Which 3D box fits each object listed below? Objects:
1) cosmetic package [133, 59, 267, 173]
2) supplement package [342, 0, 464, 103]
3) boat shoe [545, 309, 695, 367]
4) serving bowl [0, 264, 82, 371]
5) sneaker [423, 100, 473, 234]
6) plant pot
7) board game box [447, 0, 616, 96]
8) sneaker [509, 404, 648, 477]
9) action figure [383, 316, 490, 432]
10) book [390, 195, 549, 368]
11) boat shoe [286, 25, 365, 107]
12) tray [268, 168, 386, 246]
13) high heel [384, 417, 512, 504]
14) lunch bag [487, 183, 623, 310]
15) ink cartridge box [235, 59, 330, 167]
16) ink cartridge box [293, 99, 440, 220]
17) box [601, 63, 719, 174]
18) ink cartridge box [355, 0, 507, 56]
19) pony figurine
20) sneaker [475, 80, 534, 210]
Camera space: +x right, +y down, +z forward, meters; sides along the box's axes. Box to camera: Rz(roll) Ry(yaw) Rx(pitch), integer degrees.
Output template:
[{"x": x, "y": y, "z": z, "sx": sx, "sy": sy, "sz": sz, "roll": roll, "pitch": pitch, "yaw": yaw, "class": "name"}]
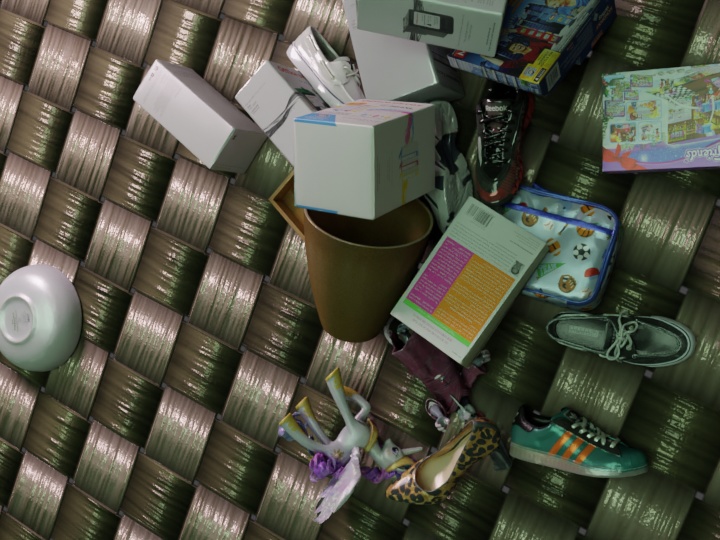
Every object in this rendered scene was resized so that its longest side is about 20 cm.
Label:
[{"x": -0.263, "y": -0.253, "z": 1.724, "sx": 0.200, "sy": 0.107, "sz": 0.085, "roll": 43, "pitch": 108, "yaw": 21, "class": "cosmetic package"}, {"x": 0.062, "y": -0.342, "z": 1.556, "sx": 0.116, "sy": 0.117, "sz": 0.201, "roll": -16, "pitch": 82, "yaw": 24, "class": "supplement package"}, {"x": 0.354, "y": 0.089, "z": 1.438, "sx": 0.199, "sy": 0.068, "sz": 0.074, "roll": 14, "pitch": 96, "yaw": 26, "class": "boat shoe"}, {"x": -0.607, "y": 0.088, "z": 1.917, "sx": 0.199, "sy": 0.066, "sz": 0.201, "roll": 0, "pitch": 90, "yaw": 25, "class": "serving bowl"}, {"x": 0.088, "y": -0.147, "z": 1.569, "sx": 0.129, "sy": 0.079, "sz": 0.200, "roll": -4, "pitch": 107, "yaw": 41, "class": "sneaker"}, {"x": 0.000, "y": 0.000, "z": 1.533, "sx": 0.186, "sy": 0.186, "sz": 0.201, "roll": 25, "pitch": 126, "yaw": 24, "class": "plant pot"}, {"x": 0.221, "y": -0.336, "z": 1.470, "sx": 0.199, "sy": 0.062, "sz": 0.200, "roll": 25, "pitch": 67, "yaw": 33, "class": "board game box"}, {"x": 0.303, "y": 0.236, "z": 1.462, "sx": 0.199, "sy": 0.071, "sz": 0.080, "roll": 7, "pitch": 97, "yaw": 28, "class": "sneaker"}, {"x": 0.110, "y": 0.156, "z": 1.542, "sx": 0.200, "sy": 0.134, "sz": 0.149, "roll": 58, "pitch": 156, "yaw": -13, "class": "action figure"}, {"x": 0.149, "y": 0.014, "z": 1.446, "sx": 0.133, "sy": 0.048, "sz": 0.200, "roll": 35, "pitch": 90, "yaw": 24, "class": "book"}, {"x": -0.035, "y": -0.303, "z": 1.634, "sx": 0.066, "sy": 0.072, "sz": 0.200, "roll": -50, "pitch": 62, "yaw": 23, "class": "boat shoe"}, {"x": -0.048, "y": -0.077, "z": 1.656, "sx": 0.099, "sy": 0.037, "sz": 0.200, "roll": -47, "pitch": 70, "yaw": 19, "class": "tray"}, {"x": 0.111, "y": 0.269, "z": 1.500, "sx": 0.199, "sy": 0.143, "sz": 0.072, "roll": -21, "pitch": 51, "yaw": 9, "class": "high heel"}, {"x": 0.262, "y": -0.039, "z": 1.477, "sx": 0.199, "sy": 0.076, "sz": 0.161, "roll": 18, "pitch": 88, "yaw": 24, "class": "lunch bag"}, {"x": -0.077, "y": -0.219, "z": 1.609, "sx": 0.084, "sy": 0.146, "sz": 0.200, "roll": -46, "pitch": 72, "yaw": 18, "class": "ink cartridge box"}, {"x": 0.015, "y": -0.161, "z": 1.443, "sx": 0.128, "sy": 0.200, "sz": 0.126, "roll": 10, "pitch": 112, "yaw": 29, "class": "ink cartridge box"}, {"x": 0.429, "y": -0.204, "z": 1.418, "sx": 0.199, "sy": 0.039, "sz": 0.138, "roll": 0, "pitch": 89, "yaw": 26, "class": "box"}, {"x": 0.102, "y": -0.387, "z": 1.419, "sx": 0.199, "sy": 0.084, "sz": 0.146, "roll": 13, "pitch": 59, "yaw": 6, "class": "ink cartridge box"}, {"x": -0.028, "y": 0.278, "z": 1.586, "sx": 0.193, "sy": 0.167, "sz": 0.200, "roll": -43, "pitch": 89, "yaw": -7, "class": "pony figurine"}, {"x": 0.194, "y": -0.188, "z": 1.470, "sx": 0.071, "sy": 0.098, "sz": 0.201, "roll": 4, "pitch": 69, "yaw": 25, "class": "sneaker"}]
